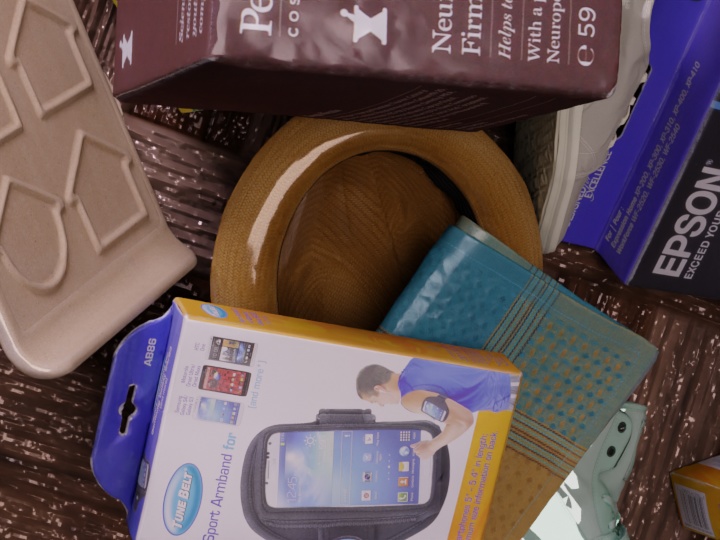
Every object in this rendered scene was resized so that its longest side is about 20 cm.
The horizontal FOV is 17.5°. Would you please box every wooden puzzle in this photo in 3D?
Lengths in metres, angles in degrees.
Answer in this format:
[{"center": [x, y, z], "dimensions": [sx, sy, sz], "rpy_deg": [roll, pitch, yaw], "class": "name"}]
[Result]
[{"center": [-0.169, -0.059, 1.128], "dimensions": [0.046, 0.185, 0.200], "rpy_deg": [-22, 100, 23], "class": "wooden puzzle"}]

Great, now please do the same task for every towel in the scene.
[{"center": [0.048, 0.086, 1.231], "dimensions": [0.146, 0.022, 0.200], "rpy_deg": [34, 94, -26], "class": "towel"}]

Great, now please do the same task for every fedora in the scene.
[{"center": [0.000, 0.000, 1.249], "dimensions": [0.200, 0.082, 0.201], "rpy_deg": [-5, 104, -21], "class": "fedora"}]

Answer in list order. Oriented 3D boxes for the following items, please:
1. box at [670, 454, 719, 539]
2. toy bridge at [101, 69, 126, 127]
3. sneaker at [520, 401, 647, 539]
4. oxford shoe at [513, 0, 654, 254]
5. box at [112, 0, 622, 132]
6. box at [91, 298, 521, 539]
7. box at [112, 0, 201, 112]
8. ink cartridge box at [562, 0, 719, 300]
[{"center": [0.293, 0.112, 1.341], "dimensions": [0.199, 0.119, 0.042], "rpy_deg": [-14, 98, -18], "class": "box"}, {"center": [-0.157, -0.074, 1.216], "dimensions": [0.067, 0.027, 0.201], "rpy_deg": [-18, 99, -20], "class": "toy bridge"}, {"center": [0.145, 0.141, 1.311], "dimensions": [0.200, 0.074, 0.118], "rpy_deg": [43, 86, -14], "class": "sneaker"}, {"center": [0.120, -0.091, 1.238], "dimensions": [0.058, 0.075, 0.200], "rpy_deg": [-2, 127, -16], "class": "oxford shoe"}, {"center": [0.002, -0.160, 1.106], "dimensions": [0.199, 0.164, 0.167], "rpy_deg": [3, 87, -21], "class": "box"}, {"center": [-0.029, 0.087, 1.165], "dimensions": [0.199, 0.041, 0.119], "rpy_deg": [9, 101, -17], "class": "box"}, {"center": [-0.091, -0.195, 1.186], "dimensions": [0.117, 0.048, 0.200], "rpy_deg": [-35, 101, -15], "class": "box"}, {"center": [0.216, -0.073, 1.294], "dimensions": [0.199, 0.043, 0.199], "rpy_deg": [9, 123, -19], "class": "ink cartridge box"}]
